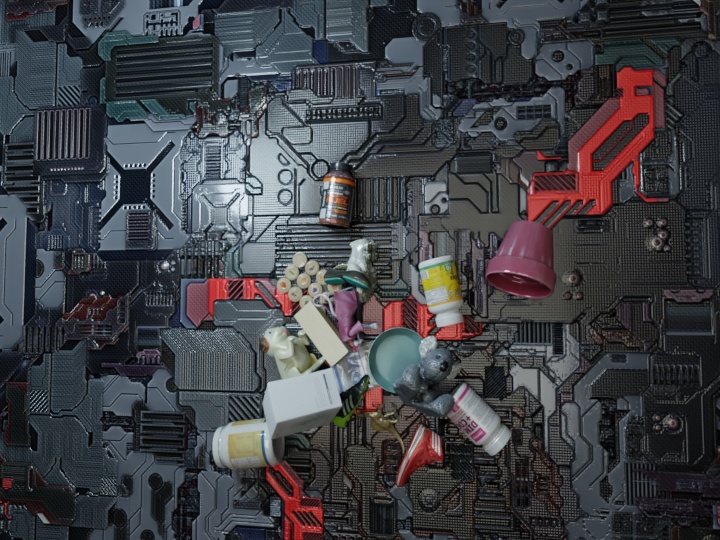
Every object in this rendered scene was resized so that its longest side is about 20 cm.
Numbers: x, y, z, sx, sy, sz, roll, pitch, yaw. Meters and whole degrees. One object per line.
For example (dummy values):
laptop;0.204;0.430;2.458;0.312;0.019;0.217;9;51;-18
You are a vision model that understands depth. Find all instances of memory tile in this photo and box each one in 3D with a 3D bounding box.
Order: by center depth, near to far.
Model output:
memory tile;-0.168;0.050;1.710;0.199;0.017;0.155;36;93;9

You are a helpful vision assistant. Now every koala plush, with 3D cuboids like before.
koala plush;0.207;0.309;1.553;0.177;0.184;0.201;40;66;-4

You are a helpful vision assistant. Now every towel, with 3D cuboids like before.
towel;0.002;0.313;1.666;0.196;0.024;0.150;-18;85;8

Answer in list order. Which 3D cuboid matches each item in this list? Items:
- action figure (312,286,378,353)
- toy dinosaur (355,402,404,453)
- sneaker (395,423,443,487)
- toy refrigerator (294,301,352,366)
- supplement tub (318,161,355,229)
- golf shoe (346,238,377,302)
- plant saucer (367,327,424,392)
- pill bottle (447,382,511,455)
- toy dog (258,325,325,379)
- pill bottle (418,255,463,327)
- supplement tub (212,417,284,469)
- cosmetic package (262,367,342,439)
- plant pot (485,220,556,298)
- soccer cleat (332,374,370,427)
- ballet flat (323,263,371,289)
action figure;-0.043;0.156;1.601;0.133;0.147;0.204;-33;65;45
toy dinosaur;0.081;0.476;1.638;0.198;0.058;0.102;35;110;-3
sneaker;0.189;0.589;1.595;0.114;0.078;0.203;24;92;11
toy refrigerator;-0.116;0.200;1.650;0.076;0.070;0.201;-41;78;7
supplement tub;-0.073;-0.239;1.664;0.105;0.107;0.205;6;88;9
golf shoe;0.000;0.000;1.670;0.096;0.078;0.205;4;88;34
plant saucer;0.120;0.279;1.628;0.195;0.036;0.205;0;89;-3
pill bottle;0.347;0.445;1.557;0.200;0.113;0.114;43;94;9
toy dog;-0.229;0.265;1.664;0.200;0.139;0.194;48;131;7
pill bottle;0.253;0.065;1.593;0.110;0.113;0.204;-13;85;8
supplement tub;-0.352;0.550;1.649;0.196;0.145;0.148;-9;86;9
cosmetic package;-0.178;0.399;1.546;0.196;0.200;0.125;-8;63;-20
plant pot;0.485;-0.037;1.533;0.196;0.200;0.182;16;74;9
soccer cleat;-0.038;0.403;1.632;0.080;0.068;0.202;31;106;4
ballet flat;-0.039;0.012;1.616;0.197;0.068;0.069;6;67;42
